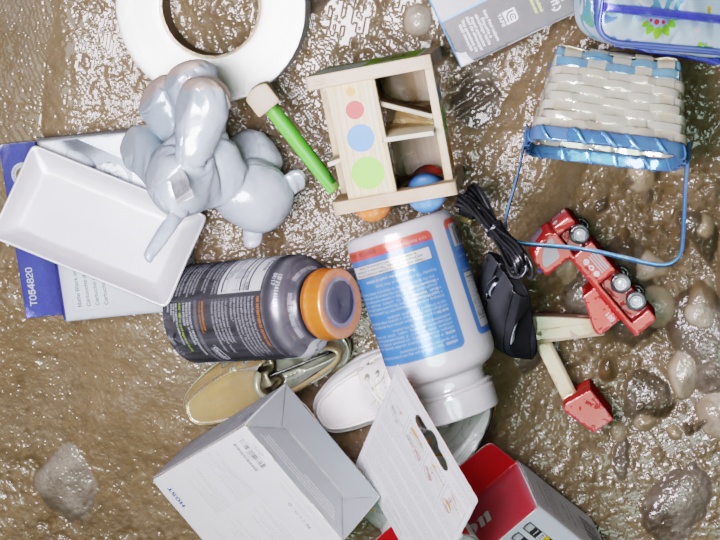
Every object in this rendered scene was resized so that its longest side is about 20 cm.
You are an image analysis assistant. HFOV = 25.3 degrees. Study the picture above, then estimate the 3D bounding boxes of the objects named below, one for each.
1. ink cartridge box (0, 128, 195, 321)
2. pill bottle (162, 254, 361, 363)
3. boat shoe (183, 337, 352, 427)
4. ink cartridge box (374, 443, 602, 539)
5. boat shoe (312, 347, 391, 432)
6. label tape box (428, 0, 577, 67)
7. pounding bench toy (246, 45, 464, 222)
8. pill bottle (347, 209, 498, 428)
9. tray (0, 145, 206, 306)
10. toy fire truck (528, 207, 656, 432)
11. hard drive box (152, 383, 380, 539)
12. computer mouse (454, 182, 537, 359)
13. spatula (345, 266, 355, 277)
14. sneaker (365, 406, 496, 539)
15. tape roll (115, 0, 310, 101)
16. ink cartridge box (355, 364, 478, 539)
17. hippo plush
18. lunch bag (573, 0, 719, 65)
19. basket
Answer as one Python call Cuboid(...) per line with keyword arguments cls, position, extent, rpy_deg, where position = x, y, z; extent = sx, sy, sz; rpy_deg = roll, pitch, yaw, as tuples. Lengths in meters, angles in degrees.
Cuboid(cls="ink cartridge box", position=(-0.282, -0.048, 1.707), extent=(0.200, 0.041, 0.200), rpy_deg=(-6, 100, 8))
Cuboid(cls="pill bottle", position=(-0.097, 0.039, 1.629), extent=(0.200, 0.106, 0.106), rpy_deg=(-5, 102, 37))
Cuboid(cls="boat shoe", position=(-0.105, 0.115, 1.698), extent=(0.200, 0.076, 0.072), rpy_deg=(-29, 99, 13))
Cuboid(cls="ink cartridge box", position=(0.128, 0.304, 1.671), extent=(0.200, 0.084, 0.176), rpy_deg=(-44, 119, 13))
Cuboid(cls="boat shoe", position=(0.034, 0.114, 1.684), extent=(0.200, 0.069, 0.071), rpy_deg=(-30, 96, 12))
Cuboid(cls="label tape box", position=(0.158, -0.310, 1.586), extent=(0.200, 0.066, 0.143), rpy_deg=(-25, 98, 13))
Cuboid(cls="pounding bench toy", position=(-0.007, -0.127, 1.613), extent=(0.200, 0.124, 0.156), rpy_deg=(-9, 100, 9))
Cuboid(cls="pill bottle", position=(0.067, 0.049, 1.591), extent=(0.112, 0.112, 0.200), rpy_deg=(-17, 91, 10))
Cuboid(cls="tray", position=(-0.269, -0.044, 1.659), extent=(0.200, 0.022, 0.108), rpy_deg=(22, 78, 4))
Cuboid(cls="toy fire truck", position=(0.226, 0.051, 1.658), extent=(0.141, 0.049, 0.200), rpy_deg=(-40, 94, 13))
Cuboid(cls="hard drive box", position=(-0.102, 0.227, 1.670), extent=(0.156, 0.077, 0.200), rpy_deg=(51, 137, -6))
Cuboid(cls="computer mouse", position=(0.127, 0.005, 1.620), extent=(0.046, 0.200, 0.141), rpy_deg=(-25, 58, -9))
Cuboid(cls="spatula", position=(0.000, 0.000, 1.690), extent=(0.200, 0.021, 0.057), rpy_deg=(-17, 111, 8))
Cuboid(cls="sneaker", position=(0.062, 0.193, 1.698), extent=(0.092, 0.076, 0.200), rpy_deg=(39, 101, 4))
Cuboid(cls="tape roll", position=(-0.152, -0.273, 1.647), extent=(0.202, 0.037, 0.203), rpy_deg=(2, 102, 8))
Cuboid(cls="ink cartridge box", position=(0.069, 0.201, 1.564), extent=(0.163, 0.057, 0.200), rpy_deg=(59, 148, 27))
Cuboid(cls="hippo plush", position=(-0.130, -0.110, 1.600), extent=(0.161, 0.200, 0.159), rpy_deg=(16, 122, -32))
Cuboid(cls="lunch bag", position=(0.312, -0.283, 1.541), extent=(0.200, 0.082, 0.161), rpy_deg=(6, 99, -12))
Cuboid(cls="basket", position=(0.242, -0.111, 1.570), extent=(0.176, 0.139, 0.200), rpy_deg=(11, 83, 7))
